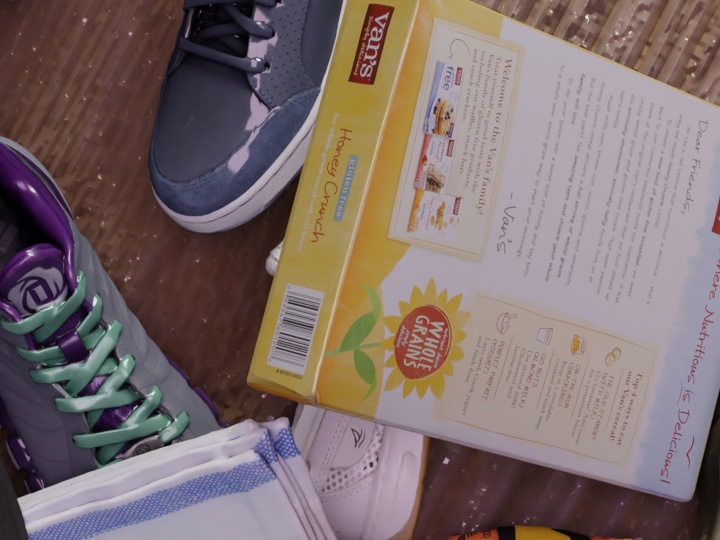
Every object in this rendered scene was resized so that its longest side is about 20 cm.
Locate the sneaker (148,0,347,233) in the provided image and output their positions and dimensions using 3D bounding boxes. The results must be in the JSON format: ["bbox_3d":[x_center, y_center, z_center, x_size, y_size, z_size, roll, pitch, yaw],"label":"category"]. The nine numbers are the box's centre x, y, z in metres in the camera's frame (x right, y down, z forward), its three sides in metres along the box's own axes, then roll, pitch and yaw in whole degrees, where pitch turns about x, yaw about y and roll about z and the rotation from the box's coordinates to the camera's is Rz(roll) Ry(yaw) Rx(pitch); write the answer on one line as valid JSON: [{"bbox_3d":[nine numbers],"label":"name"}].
[{"bbox_3d":[-0.051,-0.126,0.938,0.077,0.146,0.203,17,79,36],"label":"sneaker"}]

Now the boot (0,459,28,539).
[{"bbox_3d":[-0.236,0.090,0.924,0.200,0.069,0.188,-36,119,28],"label":"boot"}]

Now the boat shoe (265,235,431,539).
[{"bbox_3d":[0.000,0.000,0.975,0.069,0.071,0.201,9,89,-2],"label":"boat shoe"}]

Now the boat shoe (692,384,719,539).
[{"bbox_3d":[0.150,0.120,0.977,0.067,0.072,0.201,14,84,0],"label":"boat shoe"}]

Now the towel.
[{"bbox_3d":[-0.050,0.156,0.941,0.146,0.024,0.201,-18,102,26],"label":"towel"}]

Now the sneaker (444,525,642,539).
[{"bbox_3d":[0.053,0.192,0.975,0.089,0.070,0.201,8,83,5],"label":"sneaker"}]

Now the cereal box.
[{"bbox_3d":[0.060,-0.006,0.938,0.199,0.039,0.145,18,86,-43],"label":"cereal box"}]

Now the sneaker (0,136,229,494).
[{"bbox_3d":[-0.105,0.035,0.949,0.074,0.088,0.200,-35,82,-5],"label":"sneaker"}]
